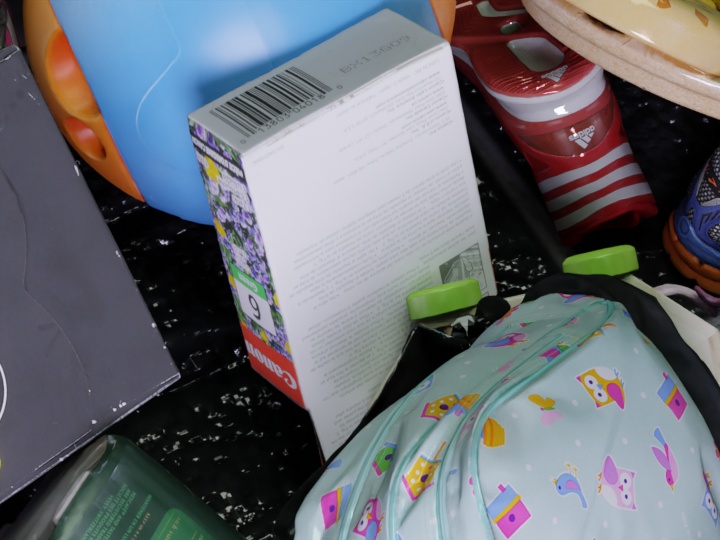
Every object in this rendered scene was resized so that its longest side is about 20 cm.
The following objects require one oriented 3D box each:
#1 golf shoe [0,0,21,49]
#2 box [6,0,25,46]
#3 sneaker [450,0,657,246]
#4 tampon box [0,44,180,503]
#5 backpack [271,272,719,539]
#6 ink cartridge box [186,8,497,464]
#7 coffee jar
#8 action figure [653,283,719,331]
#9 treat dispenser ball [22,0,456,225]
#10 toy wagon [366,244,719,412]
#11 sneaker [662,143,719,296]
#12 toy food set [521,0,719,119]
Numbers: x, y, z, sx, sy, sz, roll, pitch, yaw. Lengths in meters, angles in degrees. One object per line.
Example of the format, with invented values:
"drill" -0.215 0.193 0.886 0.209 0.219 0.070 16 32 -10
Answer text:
"golf shoe" -0.185 -0.064 1.212 0.072 0.092 0.201 -15 61 -4
"box" -0.193 -0.166 1.313 0.199 0.048 0.122 -13 56 -13
"sneaker" 0.085 -0.076 1.259 0.078 0.116 0.200 -19 24 4
"tampon box" -0.198 0.014 1.044 0.126 0.200 0.150 -34 105 -32
"backpack" 0.062 0.094 0.986 0.200 0.126 0.167 -29 87 -47
"ink cartridge box" 0.000 0.000 1.129 0.109 0.201 0.050 -30 39 -23
"coffee jar" -0.053 0.158 1.012 0.200 0.104 0.085 38 59 -10
"action figure" 0.250 0.025 1.189 0.149 0.134 0.200 8 36 47
"treat dispenser ball" -0.056 -0.121 1.193 0.200 0.201 0.202 2 54 -2
"toy wagon" 0.107 0.070 1.108 0.199 0.040 0.156 -13 91 2
"sneaker" 0.242 -0.048 1.234 0.199 0.079 0.076 -21 59 -17
"toy food set" 0.155 -0.118 1.175 0.199 0.049 0.198 14 22 -17
